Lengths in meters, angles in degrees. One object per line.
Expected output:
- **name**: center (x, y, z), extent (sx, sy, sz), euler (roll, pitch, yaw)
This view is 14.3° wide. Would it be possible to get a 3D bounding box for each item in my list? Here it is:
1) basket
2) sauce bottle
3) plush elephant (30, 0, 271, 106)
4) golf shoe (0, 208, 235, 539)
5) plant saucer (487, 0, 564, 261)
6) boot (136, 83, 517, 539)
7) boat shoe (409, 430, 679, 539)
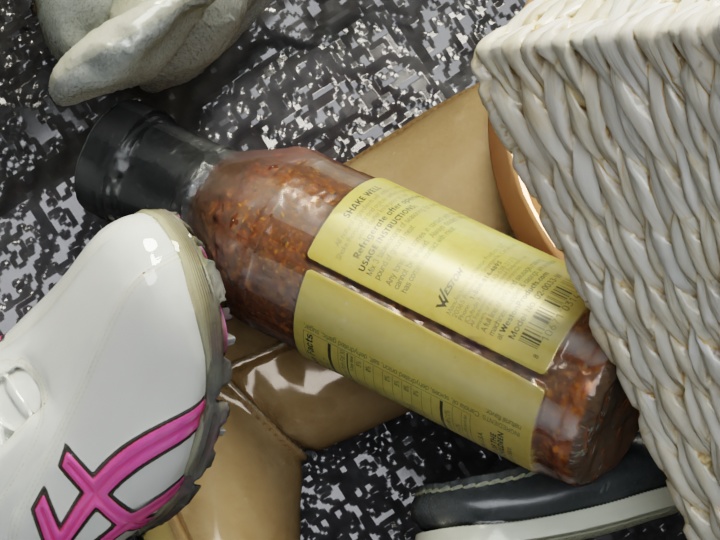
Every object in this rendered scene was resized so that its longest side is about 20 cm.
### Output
- **basket**: center (0.170, -0.025, 0.811), extent (0.200, 0.161, 0.198), euler (-33, 106, -27)
- **sauce bottle**: center (0.000, 0.000, 0.911), extent (0.200, 0.066, 0.066), euler (28, 82, 22)
- **plush elephant**: center (-0.081, -0.131, 0.934), extent (0.200, 0.165, 0.155), euler (24, 91, 9)
- **golf shoe**: center (-0.106, 0.065, 0.892), extent (0.092, 0.200, 0.073), euler (-4, 45, -42)
- **plant saucer**: center (0.142, -0.041, 0.957), extent (0.200, 0.032, 0.201), euler (7, 58, -12)
- **boot**: center (0.013, 0.042, 0.965), extent (0.200, 0.066, 0.175), euler (-25, 84, -7)
- **boat shoe**: center (0.100, 0.048, 0.952), extent (0.200, 0.072, 0.068), euler (-17, 87, -23)
